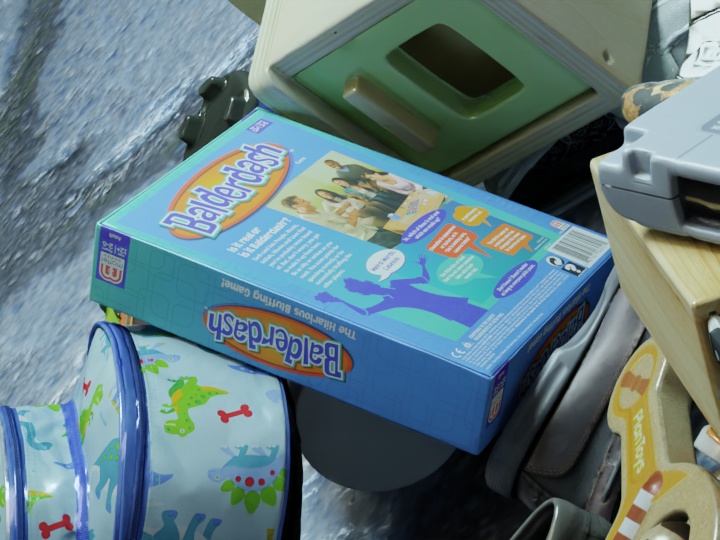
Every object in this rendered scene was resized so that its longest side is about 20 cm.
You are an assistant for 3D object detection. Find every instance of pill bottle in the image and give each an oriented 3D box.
[{"bbox_3d":[-0.005,0.025,1.433,0.112,0.112,0.200,-42,25,12],"label":"pill bottle"}]

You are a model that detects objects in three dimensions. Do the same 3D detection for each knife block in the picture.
[{"bbox_3d":[0.140,0.021,1.051,0.200,0.064,0.176,4,30,37],"label":"knife block"}]

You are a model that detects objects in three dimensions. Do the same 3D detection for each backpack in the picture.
[{"bbox_3d":[-0.102,0.125,1.308,0.183,0.147,0.200,-115,34,-64],"label":"backpack"}]

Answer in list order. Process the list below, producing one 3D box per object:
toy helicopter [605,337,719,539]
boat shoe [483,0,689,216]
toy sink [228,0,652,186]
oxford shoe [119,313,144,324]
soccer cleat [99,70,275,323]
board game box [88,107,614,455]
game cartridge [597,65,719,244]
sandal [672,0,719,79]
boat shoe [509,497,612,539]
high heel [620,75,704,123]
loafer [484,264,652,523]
[{"bbox_3d":[0.123,0.086,1.134,0.132,0.079,0.200,-57,15,30],"label":"toy helicopter"},{"bbox_3d":[0.142,-0.084,1.425,0.201,0.070,0.072,-33,45,29],"label":"boat shoe"},{"bbox_3d":[0.028,-0.115,1.419,0.200,0.130,0.112,-27,39,41],"label":"toy sink"},{"bbox_3d":[-0.097,0.053,1.607,0.073,0.071,0.200,-8,55,49],"label":"oxford shoe"},{"bbox_3d":[-0.089,-0.027,1.715,0.200,0.084,0.065,-61,39,19],"label":"soccer cleat"},{"bbox_3d":[0.000,0.000,1.313,0.152,0.200,0.045,-40,-34,-52],"label":"board game box"},{"bbox_3d":[0.201,-0.044,1.033,0.133,0.040,0.200,-36,33,-31],"label":"game cartridge"},{"bbox_3d":[0.181,-0.079,1.345,0.080,0.057,0.201,13,77,35],"label":"sandal"},{"bbox_3d":[0.034,0.172,1.217,0.200,0.057,0.067,-43,25,10],"label":"boat shoe"},{"bbox_3d":[0.159,-0.002,1.179,0.200,0.071,0.143,27,68,32],"label":"high heel"},{"bbox_3d":[0.133,0.027,1.267,0.200,0.063,0.072,-55,-17,-7],"label":"loafer"}]
